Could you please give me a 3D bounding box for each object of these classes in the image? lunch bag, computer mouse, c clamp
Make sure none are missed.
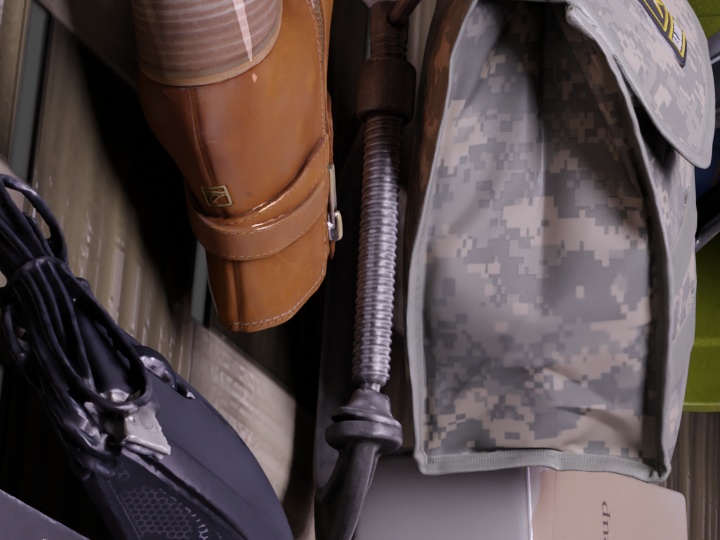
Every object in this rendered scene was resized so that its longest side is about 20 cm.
[{"bbox_3d":[0.074,-0.047,1.091,0.164,0.117,0.201,-76,165,-64],"label":"lunch bag"},{"bbox_3d":[-0.059,0.059,0.890,0.139,0.053,0.200,55,-9,46],"label":"computer mouse"},{"bbox_3d":[0.000,0.000,1.048,0.171,0.027,0.201,131,-36,-74],"label":"c clamp"}]

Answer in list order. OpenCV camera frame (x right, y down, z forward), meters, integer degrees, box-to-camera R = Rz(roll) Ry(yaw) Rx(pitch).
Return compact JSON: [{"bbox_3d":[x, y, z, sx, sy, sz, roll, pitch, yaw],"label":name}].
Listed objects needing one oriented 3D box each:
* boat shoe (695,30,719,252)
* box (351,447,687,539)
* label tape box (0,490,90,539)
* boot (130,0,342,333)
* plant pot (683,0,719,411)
[{"bbox_3d":[0.118,-0.029,1.217,0.068,0.200,0.057,32,33,-22],"label":"boat shoe"},{"bbox_3d":[0.069,0.128,1.192,0.200,0.077,0.095,20,67,-64],"label":"box"},{"bbox_3d":[-0.138,0.118,0.736,0.200,0.063,0.145,40,48,-58],"label":"label tape box"},{"bbox_3d":[-0.027,-0.084,1.038,0.200,0.076,0.156,-72,154,-61],"label":"boot"},{"bbox_3d":[0.157,-0.074,1.341,0.193,0.199,0.201,-88,158,-50],"label":"plant pot"}]
